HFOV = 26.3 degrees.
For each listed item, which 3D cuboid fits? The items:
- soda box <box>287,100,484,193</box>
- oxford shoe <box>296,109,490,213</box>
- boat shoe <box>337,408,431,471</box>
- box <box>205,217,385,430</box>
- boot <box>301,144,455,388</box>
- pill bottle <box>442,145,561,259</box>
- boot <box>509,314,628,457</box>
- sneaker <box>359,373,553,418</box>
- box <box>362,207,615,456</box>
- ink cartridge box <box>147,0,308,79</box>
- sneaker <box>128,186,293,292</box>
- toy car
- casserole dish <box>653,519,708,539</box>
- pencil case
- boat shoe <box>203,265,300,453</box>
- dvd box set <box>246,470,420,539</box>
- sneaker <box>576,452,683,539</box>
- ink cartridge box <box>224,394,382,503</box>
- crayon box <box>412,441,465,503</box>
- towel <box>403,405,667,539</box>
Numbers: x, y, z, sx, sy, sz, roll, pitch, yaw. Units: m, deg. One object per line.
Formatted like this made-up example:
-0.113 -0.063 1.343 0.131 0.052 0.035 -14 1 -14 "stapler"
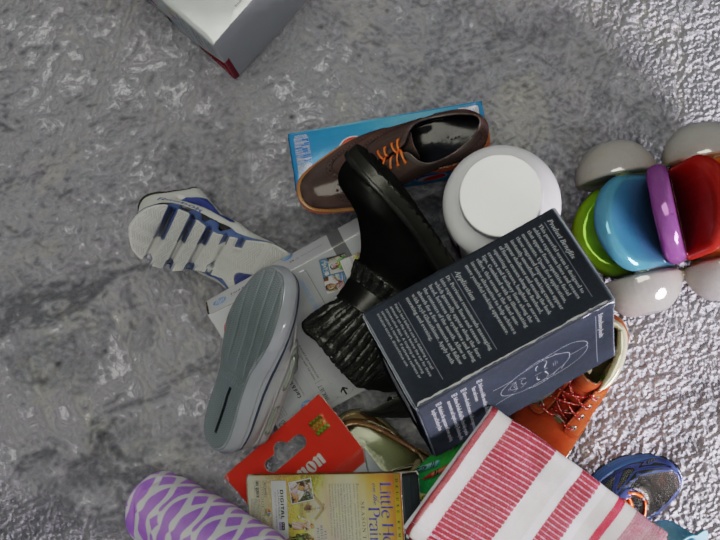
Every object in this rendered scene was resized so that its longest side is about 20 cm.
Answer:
0.031 -0.119 1.566 0.199 0.068 0.064 -9 82 4 "soda box"
0.029 -0.113 1.494 0.200 0.073 0.071 -23 81 1 "oxford shoe"
0.051 0.213 1.525 0.200 0.074 0.076 34 88 4 "boat shoe"
-0.030 0.051 1.534 0.200 0.041 0.156 -30 112 0 "box"
0.001 0.001 1.454 0.158 0.079 0.211 -35 114 4 "boot"
0.137 -0.056 1.484 0.112 0.200 0.113 -1 83 5 "pill bottle"
0.199 0.127 1.509 0.075 0.107 0.200 30 90 1 "boot"
0.101 0.103 1.495 0.200 0.104 0.060 -28 52 38 "sneaker"
0.120 0.059 1.390 0.200 0.149 0.107 -28 66 -3 "box"
-0.163 -0.325 1.565 0.200 0.145 0.145 42 89 8 "ink cartridge box"
-0.145 -0.032 1.562 0.199 0.115 0.081 27 107 -23 "sneaker"
0.306 -0.054 1.497 0.199 0.150 0.176 -11 84 3 "toy car"
0.250 0.307 1.485 0.200 0.121 0.039 -41 64 0 "casserole dish"
-0.143 0.266 1.493 0.084 0.086 0.200 -33 41 -33 "pencil case"
-0.094 0.083 1.484 0.074 0.067 0.200 43 119 38 "boat shoe"
-0.025 0.264 1.460 0.200 0.029 0.147 -8 84 40 "dvd box set"
0.221 0.246 1.431 0.200 0.078 0.075 -36 113 -4 "sneaker"
-0.036 0.247 1.507 0.162 0.050 0.200 -42 85 30 "ink cartridge box"
0.142 0.246 1.483 0.119 0.058 0.200 -41 111 -1 "crayon box"
0.157 0.236 1.374 0.200 0.023 0.144 37 87 -4 "towel"
